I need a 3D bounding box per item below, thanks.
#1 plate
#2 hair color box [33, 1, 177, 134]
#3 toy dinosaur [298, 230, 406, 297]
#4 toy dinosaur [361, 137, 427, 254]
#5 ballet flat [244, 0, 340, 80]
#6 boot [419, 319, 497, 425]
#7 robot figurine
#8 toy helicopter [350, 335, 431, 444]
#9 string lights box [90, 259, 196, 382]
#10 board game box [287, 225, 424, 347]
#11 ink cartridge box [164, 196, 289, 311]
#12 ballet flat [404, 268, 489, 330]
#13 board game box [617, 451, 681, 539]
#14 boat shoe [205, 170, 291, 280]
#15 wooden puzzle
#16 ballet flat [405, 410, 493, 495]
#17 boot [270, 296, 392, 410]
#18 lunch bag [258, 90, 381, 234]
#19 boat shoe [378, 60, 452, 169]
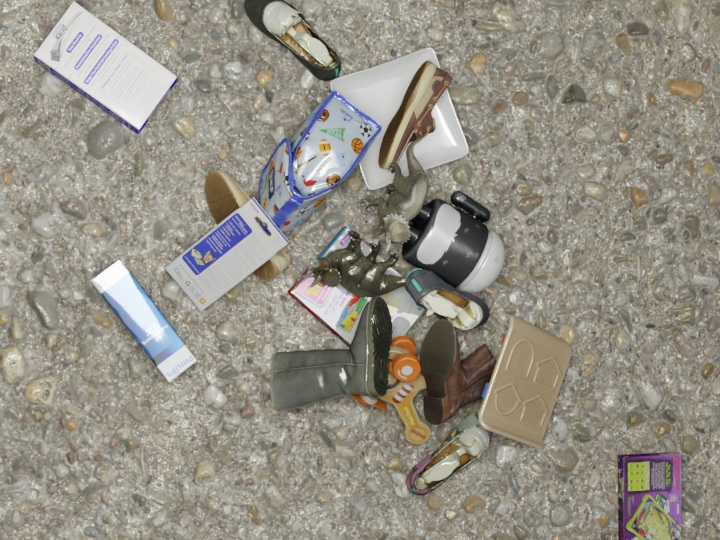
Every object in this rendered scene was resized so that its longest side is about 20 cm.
[{"bbox_3d":[0.067,-0.262,1.781,0.199,0.032,0.201,-21,94,-14],"label":"plate"},{"bbox_3d":[-0.408,-0.323,1.650,0.200,0.065,0.109,36,82,-12],"label":"hair color box"},{"bbox_3d":[0.000,0.000,1.700,0.200,0.077,0.102,22,101,-23],"label":"toy dinosaur"},{"bbox_3d":[0.070,-0.117,1.683,0.200,0.102,0.077,-56,142,-8],"label":"toy dinosaur"},{"bbox_3d":[-0.107,-0.400,1.722,0.200,0.068,0.068,39,81,-10],"label":"ballet flat"},{"bbox_3d":[0.176,0.148,1.725,0.200,0.064,0.187,-19,122,-51],"label":"boot"},{"bbox_3d":[0.150,-0.043,1.753,0.200,0.125,0.150,29,120,-11],"label":"robot figurine"},{"bbox_3d":[0.059,0.217,1.732,0.132,0.079,0.200,-22,115,6],"label":"toy helicopter"},{"bbox_3d":[-0.346,0.079,1.638,0.059,0.103,0.200,-37,97,-12],"label":"string lights box"},{"bbox_3d":[-0.001,0.046,1.755,0.200,0.040,0.153,43,80,-10],"label":"board game box"},{"bbox_3d":[-0.214,-0.028,1.662,0.200,0.037,0.095,-36,98,20],"label":"ink cartridge box"},{"bbox_3d":[0.152,0.063,1.698,0.200,0.073,0.073,30,81,-37],"label":"ballet flat"},{"bbox_3d":[0.531,0.437,1.886,0.120,0.032,0.201,0,90,-10],"label":"board game box"},{"bbox_3d":[-0.187,-0.081,1.705,0.065,0.071,0.200,-39,102,-47],"label":"boat shoe"},{"bbox_3d":[0.281,0.195,1.791,0.185,0.046,0.201,25,78,-41],"label":"wooden puzzle"},{"bbox_3d":[0.165,0.320,1.776,0.200,0.071,0.069,-38,97,-12],"label":"ballet flat"},{"bbox_3d":[-0.051,0.138,1.690,0.073,0.200,0.182,37,53,-48],"label":"boot"},{"bbox_3d":[-0.083,-0.163,1.647,0.124,0.170,0.200,35,63,-8],"label":"lunch bag"},{"bbox_3d":[0.097,-0.253,1.738,0.072,0.072,0.200,27,81,-16],"label":"boat shoe"}]
